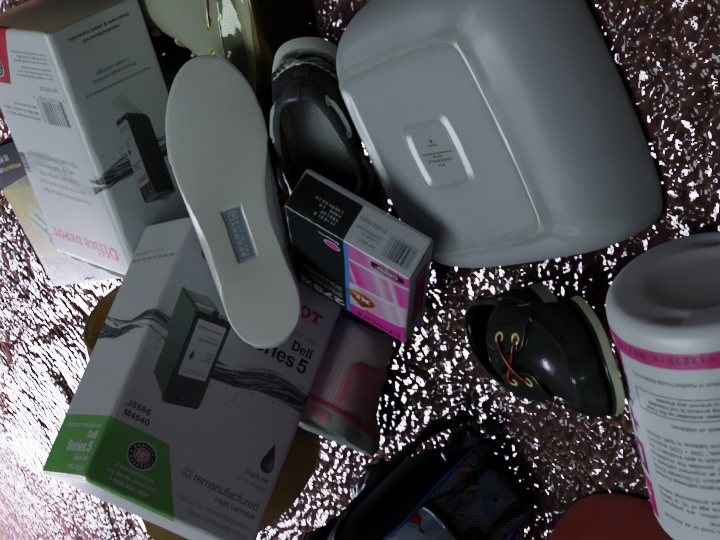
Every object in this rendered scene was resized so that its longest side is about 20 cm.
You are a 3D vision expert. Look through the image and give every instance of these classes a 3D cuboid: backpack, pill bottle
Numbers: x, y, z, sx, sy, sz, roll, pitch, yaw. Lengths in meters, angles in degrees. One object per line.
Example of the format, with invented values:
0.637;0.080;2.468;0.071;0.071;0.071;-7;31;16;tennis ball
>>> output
0.032;0.229;1.040;0.155;0.190;0.200;55;149;5;backpack
0.213;0.090;0.754;0.113;0.113;0.202;11;127;47;pill bottle

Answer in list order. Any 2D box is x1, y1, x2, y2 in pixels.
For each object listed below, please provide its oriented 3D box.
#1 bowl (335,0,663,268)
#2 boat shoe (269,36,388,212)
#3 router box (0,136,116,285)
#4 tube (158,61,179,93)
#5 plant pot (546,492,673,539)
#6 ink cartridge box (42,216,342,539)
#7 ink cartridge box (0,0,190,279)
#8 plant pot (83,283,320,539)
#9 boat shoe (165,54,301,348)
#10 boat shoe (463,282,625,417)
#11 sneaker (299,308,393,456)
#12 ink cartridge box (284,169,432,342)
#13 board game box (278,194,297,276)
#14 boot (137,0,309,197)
0.069;-0.087;0.820;0.199;0.074;0.201;-7;113;56;bowl
-0.022;-0.067;0.931;0.073;0.061;0.201;-1;137;7;boat shoe
-0.281;-0.069;1.306;0.199;0.052;0.159;-7;113;54;router box
-0.118;-0.121;1.060;0.199;0.050;0.078;26;143;27;tube
0.170;0.288;0.929;0.199;0.177;0.202;32;140;31;plant pot
-0.119;0.083;0.967;0.145;0.202;0.084;30;160;-29;ink cartridge box
-0.209;-0.108;1.036;0.144;0.083;0.202;17;129;50;ink cartridge box
-0.155;0.106;1.138;0.185;0.187;0.201;21;148;41;plant pot
-0.084;-0.046;0.918;0.069;0.071;0.202;166;83;-83;boat shoe
0.111;0.052;0.816;0.201;0.062;0.075;-138;33;-79;boat shoe
-0.008;0.090;1.092;0.075;0.106;0.200;19;169;10;sneaker
0.000;0.000;0.916;0.094;0.037;0.200;30;167;10;ink cartridge box
-0.097;-0.014;1.104;0.199;0.048;0.102;-7;127;54;board game box
-0.106;-0.163;0.977;0.154;0.072;0.202;23;129;38;boot
